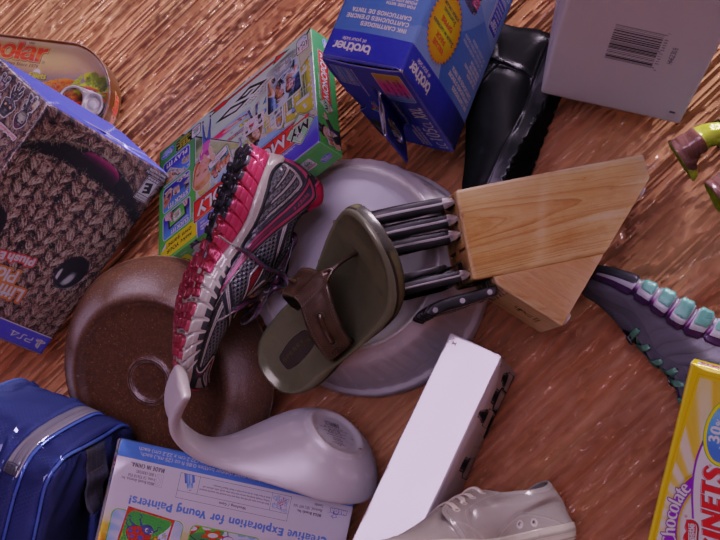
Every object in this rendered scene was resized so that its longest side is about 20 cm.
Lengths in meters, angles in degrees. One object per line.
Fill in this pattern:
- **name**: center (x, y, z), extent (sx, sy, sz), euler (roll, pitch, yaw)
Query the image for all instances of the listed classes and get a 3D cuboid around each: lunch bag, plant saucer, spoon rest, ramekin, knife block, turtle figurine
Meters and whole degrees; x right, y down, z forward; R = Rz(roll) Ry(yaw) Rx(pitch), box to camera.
- **lunch bag**: center (-0.271, 0.205, 1.151), extent (0.132, 0.136, 0.201), euler (21, 110, 21)
- **plant saucer**: center (-0.170, 0.089, 1.180), extent (0.199, 0.037, 0.202), euler (4, 102, 19)
- **spoon rest**: center (-0.071, 0.134, 1.111), extent (0.061, 0.199, 0.100), euler (-53, 31, 23)
- **ramekin**: center (0.000, 0.000, 1.161), extent (0.201, 0.094, 0.204), euler (-4, 75, 16)
- **knife block**: center (0.099, -0.040, 1.073), extent (0.175, 0.064, 0.201), euler (34, 79, -4)
- **turtle figurine**: center (0.337, -0.113, 1.107), extent (0.161, 0.064, 0.200), euler (-37, 70, 5)

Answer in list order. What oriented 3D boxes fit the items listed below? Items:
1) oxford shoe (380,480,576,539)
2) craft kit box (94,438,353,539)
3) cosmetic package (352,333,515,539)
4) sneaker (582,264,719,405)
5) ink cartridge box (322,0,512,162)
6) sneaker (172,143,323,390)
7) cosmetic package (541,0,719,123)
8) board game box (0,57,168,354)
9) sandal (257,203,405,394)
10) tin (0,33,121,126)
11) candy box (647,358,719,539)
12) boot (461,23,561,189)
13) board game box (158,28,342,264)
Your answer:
- **oxford shoe**: center (0.077, 0.195, 1.057), extent (0.075, 0.199, 0.058), euler (-37, 63, 51)
- **craft kit box**: center (-0.118, 0.251, 1.115), extent (0.199, 0.049, 0.199), euler (15, 77, -10)
- **cosmetic package**: center (0.057, 0.156, 1.113), extent (0.050, 0.083, 0.201), euler (24, 85, 20)
- **sneaker**: center (0.246, 0.068, 1.087), extent (0.199, 0.074, 0.088), euler (27, 90, 20)
- **ink cartridge box**: center (0.047, -0.187, 1.102), extent (0.076, 0.136, 0.201), euler (16, 76, 28)
- **sneaker**: center (-0.094, 0.006, 1.093), extent (0.074, 0.081, 0.201), euler (20, 104, -17)
- **cosmetic package**: center (0.224, -0.256, 1.077), extent (0.122, 0.200, 0.201), euler (14, 69, 4)
- **board game box**: center (-0.294, -0.053, 1.206), extent (0.097, 0.159, 0.200), euler (40, 96, 37)
- **sandal**: center (-0.030, 0.034, 1.045), extent (0.080, 0.057, 0.201), euler (51, 133, 18)
- **tin**: center (-0.319, -0.164, 1.325), extent (0.199, 0.042, 0.113), euler (10, 84, 18)
- **candy box**: center (0.273, 0.176, 1.046), extent (0.102, 0.026, 0.201), euler (14, 98, 21)
- **boot**: center (0.079, -0.143, 1.186), extent (0.162, 0.073, 0.199), euler (20, 76, 17)
- **board game box**: center (-0.097, -0.097, 1.183), extent (0.200, 0.029, 0.135), euler (-35, 42, 30)
